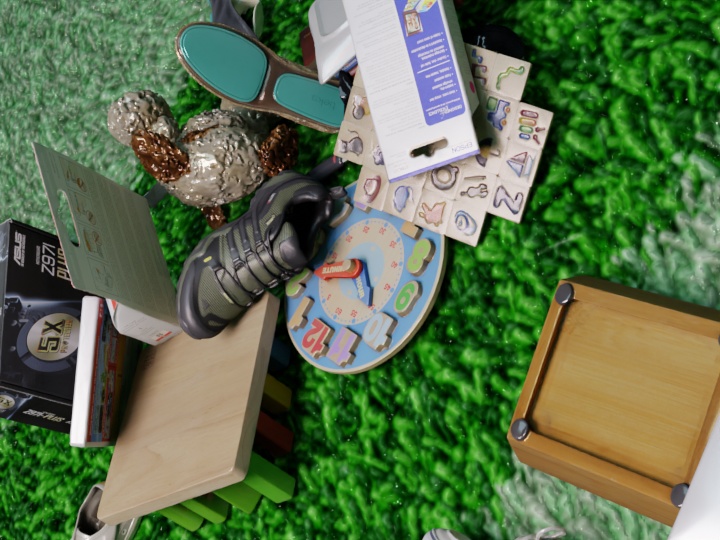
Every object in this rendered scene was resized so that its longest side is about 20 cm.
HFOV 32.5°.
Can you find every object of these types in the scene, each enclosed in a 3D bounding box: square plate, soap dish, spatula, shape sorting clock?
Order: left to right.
[{"bbox_3d":[-0.003,-0.118,1.237,0.199,0.020,0.057,-25,51,37],"label":"spatula"},{"bbox_3d":[0.000,0.000,1.173,0.198,0.039,0.203,-19,61,38],"label":"shape sorting clock"},{"bbox_3d":[0.020,-0.288,1.211,0.198,0.028,0.201,-41,25,15],"label":"square plate"},{"bbox_3d":[0.207,0.093,0.901,0.199,0.081,0.159,17,85,45],"label":"soap dish"}]

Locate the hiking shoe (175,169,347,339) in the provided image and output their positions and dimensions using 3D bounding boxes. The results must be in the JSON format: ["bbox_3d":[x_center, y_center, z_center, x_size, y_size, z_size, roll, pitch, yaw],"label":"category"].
[{"bbox_3d":[-0.098,-0.017,1.182,0.201,0.076,0.100,-53,28,-15],"label":"hiking shoe"}]

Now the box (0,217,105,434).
[{"bbox_3d":[-0.362,0.067,1.412,0.085,0.163,0.203,-24,57,36],"label":"box"}]

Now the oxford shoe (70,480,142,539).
[{"bbox_3d":[-0.290,0.313,1.316,0.075,0.057,0.203,19,89,44],"label":"oxford shoe"}]

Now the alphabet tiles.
[{"bbox_3d":[0.071,-0.122,1.110,0.198,0.006,0.169,22,104,25],"label":"alphabet tiles"}]

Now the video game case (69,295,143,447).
[{"bbox_3d":[-0.259,0.109,1.279,0.017,0.200,0.145,3,83,3],"label":"video game case"}]

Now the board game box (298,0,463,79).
[{"bbox_3d":[0.017,-0.259,1.280,0.199,0.019,0.104,-33,52,31],"label":"board game box"}]

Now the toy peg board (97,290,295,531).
[{"bbox_3d":[-0.143,0.155,1.229,0.198,0.098,0.201,-24,42,35],"label":"toy peg board"}]

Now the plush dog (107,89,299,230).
[{"bbox_3d":[-0.155,-0.115,1.283,0.172,0.197,0.163,-152,55,-73],"label":"plush dog"}]

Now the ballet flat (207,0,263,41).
[{"bbox_3d":[-0.148,-0.307,1.434,0.073,0.073,0.202,-40,43,25],"label":"ballet flat"}]

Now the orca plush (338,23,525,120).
[{"bbox_3d":[0.052,-0.201,1.160,0.198,0.071,0.106,-1,50,41],"label":"orca plush"}]

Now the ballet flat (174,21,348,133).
[{"bbox_3d":[-0.096,-0.191,1.250,0.071,0.198,0.065,-64,12,2],"label":"ballet flat"}]

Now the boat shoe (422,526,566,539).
[{"bbox_3d":[0.131,0.229,0.924,0.201,0.074,0.087,30,95,44],"label":"boat shoe"}]

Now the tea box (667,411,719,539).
[{"bbox_3d":[0.319,0.125,0.727,0.195,0.133,0.202,23,90,41],"label":"tea box"}]

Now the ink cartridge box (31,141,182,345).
[{"bbox_3d":[-0.259,-0.020,1.220,0.050,0.200,0.164,-28,68,17],"label":"ink cartridge box"}]

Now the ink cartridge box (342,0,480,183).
[{"bbox_3d":[0.046,-0.187,1.095,0.094,0.037,0.203,-16,83,28],"label":"ink cartridge box"}]
